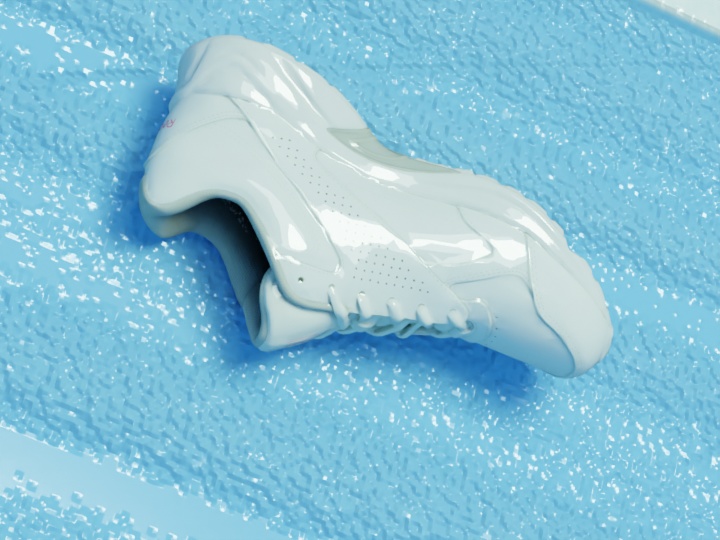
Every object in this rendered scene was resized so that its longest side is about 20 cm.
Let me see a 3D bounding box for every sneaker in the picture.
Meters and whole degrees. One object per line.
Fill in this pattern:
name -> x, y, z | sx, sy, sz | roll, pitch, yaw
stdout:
sneaker -> 0.000, 0.000, 1.118 | 0.199, 0.078, 0.100 | 29, 66, -3
